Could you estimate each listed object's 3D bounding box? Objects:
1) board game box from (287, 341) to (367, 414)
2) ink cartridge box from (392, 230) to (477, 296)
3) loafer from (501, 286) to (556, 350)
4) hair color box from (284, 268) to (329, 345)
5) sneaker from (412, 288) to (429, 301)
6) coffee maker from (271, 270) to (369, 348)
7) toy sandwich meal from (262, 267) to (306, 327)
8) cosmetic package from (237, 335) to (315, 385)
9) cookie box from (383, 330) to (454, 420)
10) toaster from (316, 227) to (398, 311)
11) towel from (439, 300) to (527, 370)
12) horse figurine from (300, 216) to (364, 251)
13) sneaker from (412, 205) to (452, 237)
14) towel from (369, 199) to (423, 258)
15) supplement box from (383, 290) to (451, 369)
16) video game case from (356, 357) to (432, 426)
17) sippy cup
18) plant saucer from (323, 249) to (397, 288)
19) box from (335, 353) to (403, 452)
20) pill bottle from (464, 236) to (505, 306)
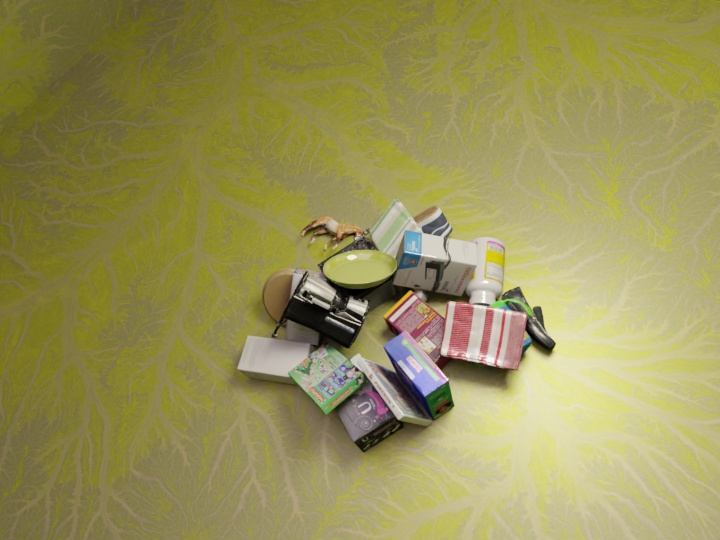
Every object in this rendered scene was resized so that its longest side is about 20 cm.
[{"bbox_3d":[-0.088,0.269,1.442,0.135,0.029,0.200,-38,32,-15],"label":"board game box"},{"bbox_3d":[0.199,-0.017,1.531,0.200,0.145,0.084,10,50,-5],"label":"ink cartridge box"},{"bbox_3d":[0.455,0.122,1.501,0.070,0.068,0.201,-36,54,3],"label":"loafer"},{"bbox_3d":[-0.149,0.102,1.600,0.100,0.061,0.200,10,107,4],"label":"hair color box"},{"bbox_3d":[0.150,0.014,1.651,0.080,0.070,0.200,-20,51,12],"label":"sneaker"},{"bbox_3d":[-0.100,0.124,1.510,0.200,0.192,0.135,28,28,-5],"label":"coffee maker"},{"bbox_3d":[-0.191,0.076,1.674,0.205,0.070,0.205,3,105,12],"label":"toy sandwich meal"},{"bbox_3d":[-0.231,0.255,1.596,0.200,0.085,0.108,7,64,17],"label":"cosmetic package"},{"bbox_3d":[0.150,0.266,1.421,0.075,0.200,0.171,-36,59,-7],"label":"cookie box"},{"bbox_3d":[0.000,0.014,1.654,0.200,0.119,0.181,-33,59,-5],"label":"toaster"},{"bbox_3d":[0.304,0.160,1.412,0.200,0.023,0.144,9,89,20],"label":"towel"},{"bbox_3d":[-0.100,-0.123,1.795,0.200,0.050,0.133,23,56,32],"label":"horse figurine"},{"bbox_3d":[0.183,-0.109,1.708,0.200,0.109,0.070,-26,28,36],"label":"sneaker"},{"bbox_3d":[0.113,-0.096,1.665,0.149,0.031,0.200,-53,47,24],"label":"towel"},{"bbox_3d":[0.173,0.164,1.541,0.110,0.086,0.200,-43,59,-11],"label":"supplement box"},{"bbox_3d":[0.088,0.305,1.418,0.023,0.200,0.182,-44,58,8],"label":"video game case"},{"bbox_3d":[0.365,0.168,1.463,0.140,0.178,0.130,-26,60,-29],"label":"sippy cup"},{"bbox_3d":[0.000,0.000,1.527,0.200,0.031,0.200,-4,26,2],"label":"plant saucer"},{"bbox_3d":[0.002,0.340,1.468,0.132,0.115,0.200,-31,58,-4],"label":"box"},{"bbox_3d":[0.344,0.015,1.571,0.104,0.104,0.200,3,62,16],"label":"pill bottle"}]
